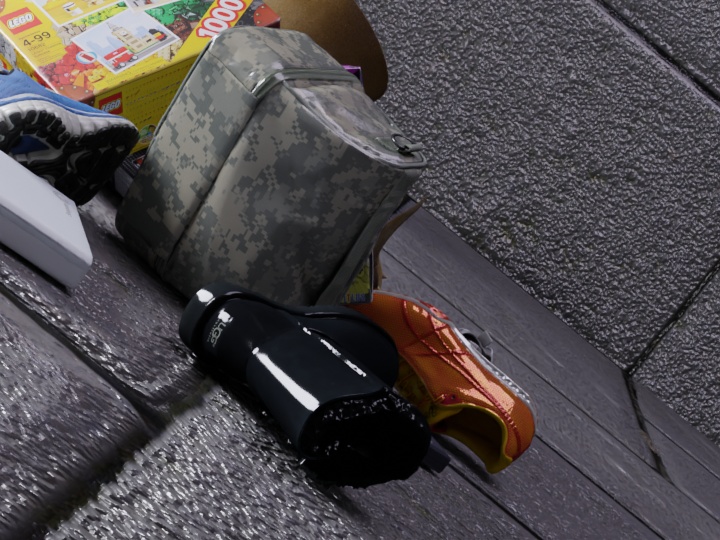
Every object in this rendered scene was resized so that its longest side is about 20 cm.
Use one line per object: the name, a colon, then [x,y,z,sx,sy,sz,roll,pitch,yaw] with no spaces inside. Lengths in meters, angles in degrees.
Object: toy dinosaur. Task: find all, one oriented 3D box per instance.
toy dinosaur: [0.000,0.000,1.773,0.058,0.102,0.200,14,-22,-11]

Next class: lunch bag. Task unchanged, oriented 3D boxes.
lunch bag: [-0.060,-0.052,1.464,0.168,0.201,0.139,43,22,25]

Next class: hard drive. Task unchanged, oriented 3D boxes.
hard drive: [-0.259,-0.071,1.255,0.199,0.027,0.132,37,7,-22]

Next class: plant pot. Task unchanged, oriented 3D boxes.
plant pot: [-0.109,-0.168,1.821,0.186,0.200,0.187,42,-19,18]

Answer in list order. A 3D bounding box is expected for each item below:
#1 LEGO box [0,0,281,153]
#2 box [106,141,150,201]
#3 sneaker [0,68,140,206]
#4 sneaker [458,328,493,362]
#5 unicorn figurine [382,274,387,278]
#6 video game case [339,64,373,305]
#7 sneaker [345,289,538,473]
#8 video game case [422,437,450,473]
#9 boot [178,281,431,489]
LEGO box: [-0.185,-0.179,1.625,0.149,0.199,0.078,44,-33,33]
box: [-0.168,-0.139,1.672,0.200,0.159,0.044,44,-33,33]
sneaker: [-0.228,-0.106,1.428,0.089,0.079,0.200,44,8,21]
sneaker: [0.097,0.092,1.838,0.075,0.082,0.200,38,7,1]
unicorn figurine: [-0.076,-0.065,1.937,0.198,0.139,0.074,11,-20,-27]
video game case: [-0.015,-0.074,1.624,0.035,0.183,0.200,-3,7,-3]
sneaker: [0.061,0.088,1.697,0.199,0.073,0.077,37,45,9]
video game case: [-0.020,0.076,1.594,0.142,0.019,0.200,34,9,-34]
boot: [-0.008,0.086,1.326,0.199,0.077,0.168,21,14,-47]
